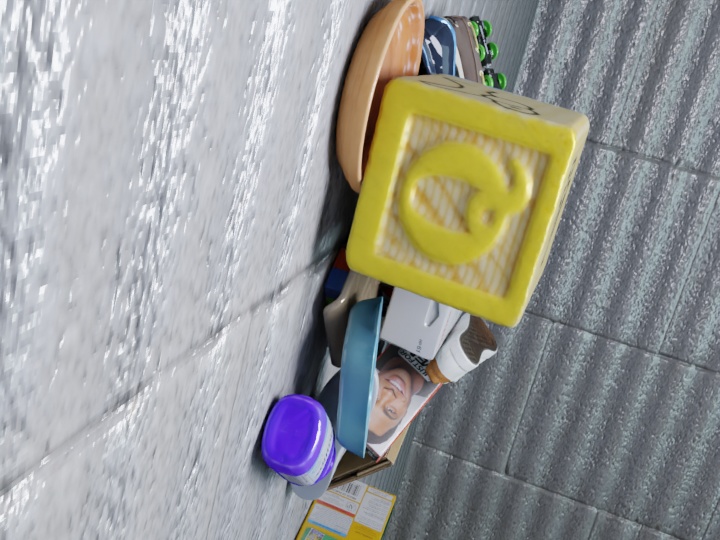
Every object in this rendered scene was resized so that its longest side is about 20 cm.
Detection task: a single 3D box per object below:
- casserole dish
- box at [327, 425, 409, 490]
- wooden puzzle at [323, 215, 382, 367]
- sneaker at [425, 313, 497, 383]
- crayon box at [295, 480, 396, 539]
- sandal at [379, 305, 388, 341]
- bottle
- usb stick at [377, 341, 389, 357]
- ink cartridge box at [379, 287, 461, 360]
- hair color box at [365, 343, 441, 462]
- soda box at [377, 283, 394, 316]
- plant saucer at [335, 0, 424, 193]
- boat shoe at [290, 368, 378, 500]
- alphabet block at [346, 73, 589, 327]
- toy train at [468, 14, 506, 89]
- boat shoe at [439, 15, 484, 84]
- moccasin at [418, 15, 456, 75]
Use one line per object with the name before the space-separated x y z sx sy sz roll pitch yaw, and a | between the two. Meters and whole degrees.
casserole dish | -0.002 0.122 0.932 0.122 0.038 0.203 -79 174 -53
box | 0.023 0.266 1.334 0.162 0.021 0.201 -33 -164 37
wooden puzzle | 0.000 0.000 1.005 0.186 0.045 0.203 85 29 -62
sneaker | 0.142 0.116 1.183 0.084 0.074 0.199 -36 172 22
crayon box | -0.032 0.427 1.285 0.201 0.123 0.052 -58 163 -51
sandal | 0.020 0.076 1.186 0.203 0.081 0.051 38 28 -79
bottle | -0.064 0.203 0.925 0.201 0.064 0.085 81 26 -67
usb stick | 0.033 0.140 1.405 0.055 0.032 0.204 81 28 -83
ink cartridge box | 0.109 0.012 1.130 0.200 0.083 0.147 -45 153 -63
hair color box | 0.055 0.178 1.225 0.200 0.101 0.061 -47 171 -19
soda box | 0.053 0.026 1.251 0.202 0.062 0.071 92 20 -56
plant saucer | 0.018 -0.179 0.823 0.200 0.037 0.205 18 89 -80
boat shoe | -0.030 0.202 1.075 0.086 0.073 0.206 -60 172 -76
alphabet block | 0.117 -0.085 0.844 0.200 0.191 0.201 -33 138 -66
toy train | 0.167 -0.234 1.074 0.041 0.056 0.205 -17 92 -39
boat shoe | 0.134 -0.225 1.038 0.059 0.071 0.205 -17 95 -29
moccasin | 0.076 -0.208 1.003 0.068 0.080 0.204 -29 124 -34
